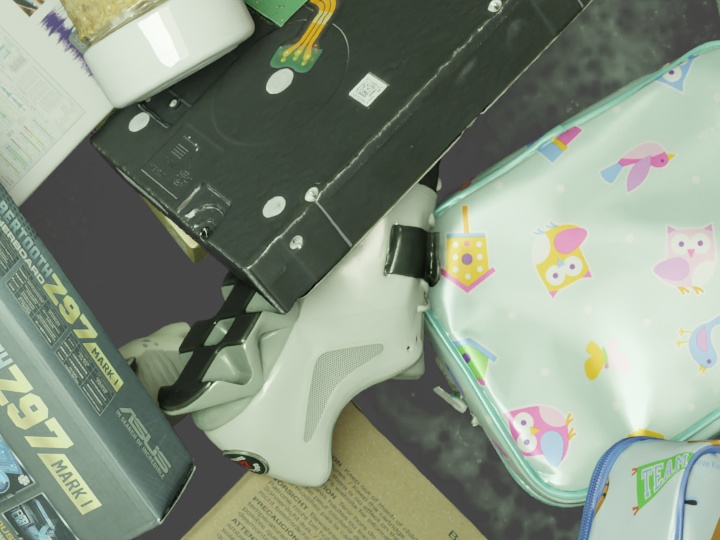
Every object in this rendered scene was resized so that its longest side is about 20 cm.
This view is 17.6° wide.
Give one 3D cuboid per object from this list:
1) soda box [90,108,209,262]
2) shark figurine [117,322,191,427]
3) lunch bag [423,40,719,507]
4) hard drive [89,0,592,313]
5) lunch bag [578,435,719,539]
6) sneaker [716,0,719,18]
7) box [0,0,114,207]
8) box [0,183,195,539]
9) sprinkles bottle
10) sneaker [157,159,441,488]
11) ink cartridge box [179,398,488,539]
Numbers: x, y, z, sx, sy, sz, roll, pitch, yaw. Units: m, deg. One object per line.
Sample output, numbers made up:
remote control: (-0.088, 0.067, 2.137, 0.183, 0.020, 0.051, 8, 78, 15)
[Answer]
soda box: (-0.110, -0.103, 1.040, 0.068, 0.064, 0.200, -38, 88, -6)
shark figurine: (-0.152, 0.088, 0.996, 0.213, 0.128, 0.090, -16, 96, -2)
lunch bag: (0.123, 0.008, 1.033, 0.199, 0.077, 0.161, -32, 88, -4)
hard drive: (-0.004, -0.089, 0.953, 0.200, 0.140, 0.038, -47, 132, -6)
lunch bag: (0.177, 0.153, 0.985, 0.199, 0.075, 0.161, 19, 73, -34)
sneaker: (0.230, -0.096, 1.058, 0.080, 0.070, 0.201, -24, 81, -28)
box: (-0.166, -0.105, 0.962, 0.144, 0.036, 0.200, 45, 72, -10)
box: (-0.184, 0.041, 0.918, 0.157, 0.051, 0.201, -28, 106, 26)
sprinkles bottle: (-0.118, -0.167, 0.930, 0.068, 0.068, 0.201, -29, 94, -4)
sneaker: (0.000, 0.000, 0.978, 0.088, 0.074, 0.201, 38, 73, -21)
ink cartridge box: (0.004, 0.172, 0.971, 0.200, 0.165, 0.075, 45, 126, 3)
